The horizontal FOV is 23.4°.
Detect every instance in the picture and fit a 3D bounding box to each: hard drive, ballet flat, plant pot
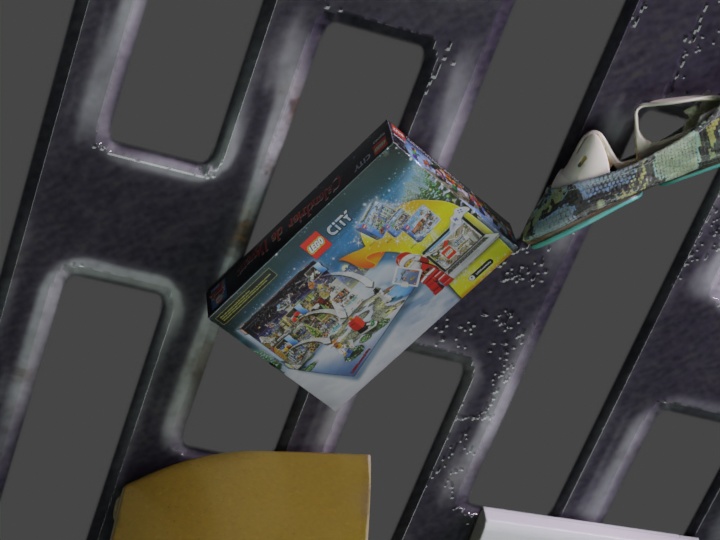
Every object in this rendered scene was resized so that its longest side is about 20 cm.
[{"bbox_3d":[0.182,0.275,1.509,0.200,0.026,0.132,10,119,-13],"label":"hard drive"},{"bbox_3d":[0.201,-0.084,1.281,0.200,0.074,0.074,-24,121,5],"label":"ballet flat"},{"bbox_3d":[-0.107,0.259,1.377,0.199,0.196,0.195,10,120,-3],"label":"plant pot"}]

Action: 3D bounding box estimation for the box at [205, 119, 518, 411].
[{"bbox_3d":[0.000,0.000,1.312,0.137,0.038,0.200,39,110,-26],"label":"box"}]
